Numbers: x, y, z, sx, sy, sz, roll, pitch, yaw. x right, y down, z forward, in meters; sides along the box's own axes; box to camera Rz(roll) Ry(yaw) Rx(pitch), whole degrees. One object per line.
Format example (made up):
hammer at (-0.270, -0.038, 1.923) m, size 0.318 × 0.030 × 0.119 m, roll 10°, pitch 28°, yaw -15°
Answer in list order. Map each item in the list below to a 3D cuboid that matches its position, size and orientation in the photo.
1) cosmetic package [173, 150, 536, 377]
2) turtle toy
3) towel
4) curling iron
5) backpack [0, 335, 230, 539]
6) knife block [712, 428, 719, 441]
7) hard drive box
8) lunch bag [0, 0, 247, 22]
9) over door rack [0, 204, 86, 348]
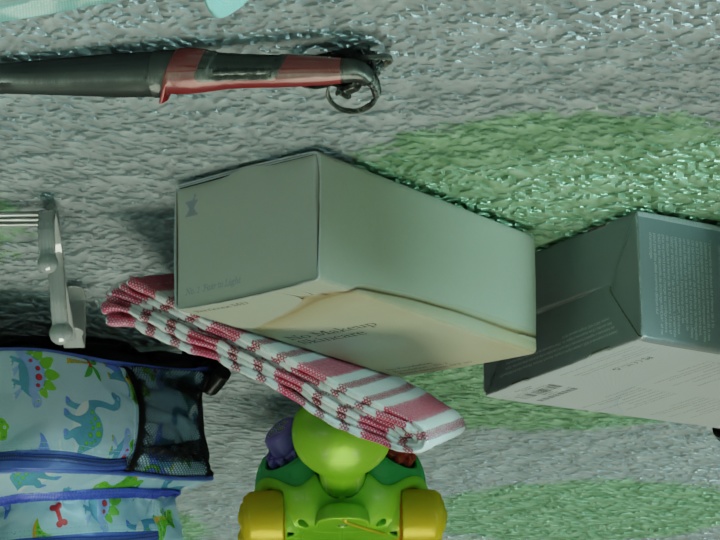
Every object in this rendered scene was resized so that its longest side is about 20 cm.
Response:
cosmetic package at (0.000, 0.000, 1.638) m, size 0.103 × 0.074 × 0.199 m, roll -12°, pitch 161°, yaw 37°
turtle toy at (-0.013, 0.141, 2.080) m, size 0.145 × 0.102 × 0.200 m, roll 0°, pitch 164°, yaw -2°
towel at (-0.039, 0.054, 1.688) m, size 0.199 × 0.030 × 0.146 m, roll 27°, pitch -174°, yaw 10°
curling iron at (-0.083, -0.087, 1.408) m, size 0.199 × 0.026 × 0.050 m, roll -1°, pitch 161°, yaw 4°
backpack at (-0.207, 0.115, 1.878) m, size 0.182 × 0.148 × 0.200 m, roll -11°, pitch 165°, yaw 33°
knife block at (0.271, 0.093, 1.906) m, size 0.064 × 0.176 × 0.200 m, roll -32°, pitch 145°, yaw -11°
hard drive box at (0.194, 0.034, 1.755) m, size 0.199 × 0.077 × 0.156 m, roll 10°, pitch 161°, yaw -32°
lunch bag at (-0.067, -0.162, 0.983) m, size 0.199 × 0.123 × 0.170 m, roll -6°, pitch 163°, yaw -11°
over door rack at (-0.233, 0.018, 1.702) m, size 0.147 × 0.067 × 0.200 m, roll 0°, pitch 164°, yaw 0°
